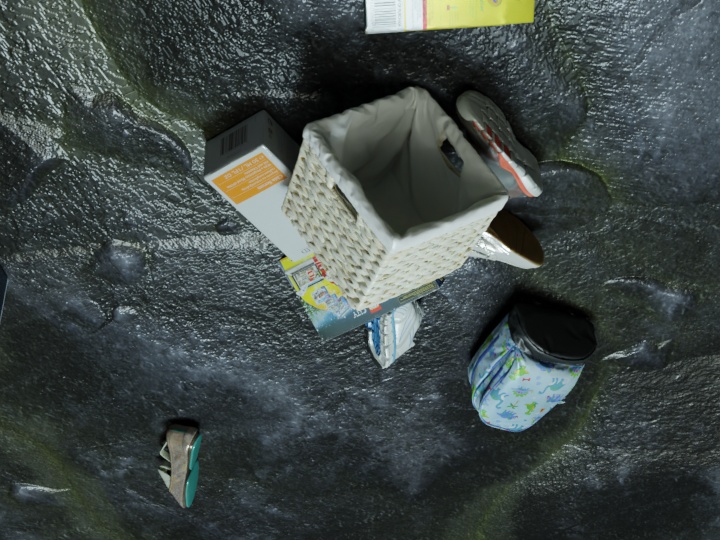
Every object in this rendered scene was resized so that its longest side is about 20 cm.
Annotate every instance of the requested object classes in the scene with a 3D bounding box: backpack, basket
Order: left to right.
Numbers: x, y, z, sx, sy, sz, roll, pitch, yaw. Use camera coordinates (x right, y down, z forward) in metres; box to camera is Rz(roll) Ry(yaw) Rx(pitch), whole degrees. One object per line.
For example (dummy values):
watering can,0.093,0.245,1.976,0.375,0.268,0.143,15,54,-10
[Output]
basket,0.038,-0.090,1.555,0.199,0.199,0.161,-23,156,-33
backpack,0.249,0.154,1.933,0.162,0.155,0.200,16,148,-29

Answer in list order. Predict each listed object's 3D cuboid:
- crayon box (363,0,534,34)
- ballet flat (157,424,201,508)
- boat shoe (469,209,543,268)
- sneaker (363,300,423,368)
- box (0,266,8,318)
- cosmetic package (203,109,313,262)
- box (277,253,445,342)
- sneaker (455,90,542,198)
crayon box,0.101,-0.340,1.431,0.198,0.051,0.127,-3,138,0
ballet flat,-0.311,0.329,2.143,0.067,0.068,0.201,18,132,6
boat shoe,0.164,-0.051,1.743,0.199,0.071,0.069,29,131,-19
sneaker,0.055,0.049,1.857,0.086,0.075,0.201,-23,138,-28
box,-0.599,-0.002,1.719,0.147,0.108,0.201,-11,138,7
cosmetic package,-0.108,-0.108,1.658,0.101,0.072,0.200,-26,133,23
box,0.000,0.000,1.759,0.199,0.038,0.137,-25,101,23
sneaker,0.164,-0.150,1.629,0.081,0.078,0.200,-20,135,27
